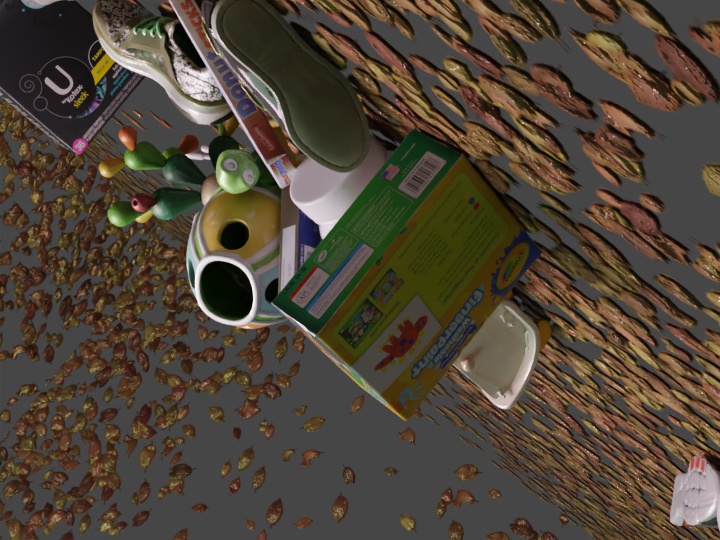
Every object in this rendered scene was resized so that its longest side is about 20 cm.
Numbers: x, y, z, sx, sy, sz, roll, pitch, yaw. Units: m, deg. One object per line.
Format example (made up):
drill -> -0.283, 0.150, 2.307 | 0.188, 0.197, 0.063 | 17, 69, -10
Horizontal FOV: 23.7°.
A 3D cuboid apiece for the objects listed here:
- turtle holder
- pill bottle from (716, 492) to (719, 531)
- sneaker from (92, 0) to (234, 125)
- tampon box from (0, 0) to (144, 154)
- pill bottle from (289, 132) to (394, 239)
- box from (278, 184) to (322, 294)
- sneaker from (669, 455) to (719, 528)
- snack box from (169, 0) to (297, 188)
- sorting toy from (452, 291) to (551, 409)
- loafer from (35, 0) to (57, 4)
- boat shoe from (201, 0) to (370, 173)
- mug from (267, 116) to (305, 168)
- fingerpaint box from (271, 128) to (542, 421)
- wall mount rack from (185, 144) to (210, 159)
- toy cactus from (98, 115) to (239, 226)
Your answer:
turtle holder -> -0.101, -0.026, 1.692 | 0.141, 0.186, 0.132 | 32, -144, 2
pill bottle -> 0.406, 0.227, 1.458 | 0.111, 0.111, 0.200 | 43, 172, -34
sneaker -> -0.201, -0.243, 1.811 | 0.200, 0.077, 0.089 | 38, 142, 18
tampon box -> -0.400, -0.271, 2.204 | 0.200, 0.150, 0.126 | 41, 173, -21
pill bottle -> 0.032, -0.041, 1.629 | 0.200, 0.113, 0.113 | 41, 172, -30
box -> 0.000, 0.000, 1.688 | 0.032, 0.121, 0.200 | -18, 153, 42
sneaker -> 0.401, 0.252, 1.912 | 0.082, 0.077, 0.200 | 11, 172, 2
snack box -> -0.120, -0.173, 1.636 | 0.200, 0.024, 0.072 | 59, 179, 18
sorting toy -> 0.097, 0.030, 1.866 | 0.180, 0.107, 0.200 | 44, -178, 42
loafer -> -0.328, -0.317, 1.866 | 0.070, 0.070, 0.200 | 42, 172, -30
boat shoe -> -0.064, -0.169, 1.499 | 0.201, 0.072, 0.061 | 51, 172, -30
mug -> -0.045, -0.059, 1.820 | 0.186, 0.150, 0.153 | 34, 167, -25
fingerpaint box -> 0.043, 0.005, 1.513 | 0.073, 0.200, 0.167 | 33, 172, 44
wall mount rack -> -0.110, -0.101, 1.992 | 0.174, 0.075, 0.200 | 46, -173, -3
toy cactus -> -0.172, -0.106, 1.814 | 0.165, 0.200, 0.102 | 29, 136, 23
